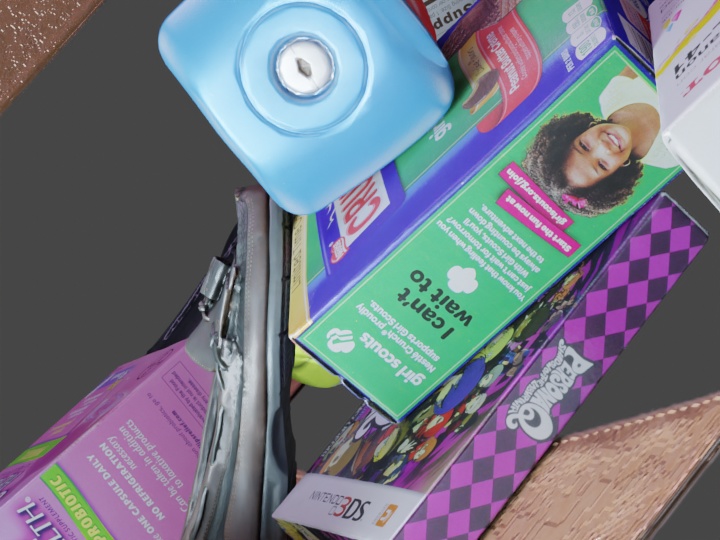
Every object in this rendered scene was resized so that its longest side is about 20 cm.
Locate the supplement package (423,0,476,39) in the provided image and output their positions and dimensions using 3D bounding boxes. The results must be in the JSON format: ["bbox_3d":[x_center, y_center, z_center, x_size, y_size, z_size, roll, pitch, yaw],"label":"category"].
[{"bbox_3d":[-0.005,-0.180,1.176,0.119,0.201,0.122,-28,29,3],"label":"supplement package"}]

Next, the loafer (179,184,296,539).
[{"bbox_3d":[-0.064,0.056,1.008,0.072,0.062,0.202,-75,-15,-82],"label":"loafer"}]

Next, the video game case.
[{"bbox_3d":[0.054,0.054,0.929,0.200,0.036,0.181,-50,12,-13],"label":"video game case"}]

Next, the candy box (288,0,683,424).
[{"bbox_3d":[0.058,-0.050,0.940,0.200,0.077,0.170,-45,21,18],"label":"candy box"}]

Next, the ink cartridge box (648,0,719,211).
[{"bbox_3d":[0.193,-0.102,0.798,0.148,0.086,0.200,-43,10,19],"label":"ink cartridge box"}]

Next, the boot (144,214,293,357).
[{"bbox_3d":[-0.066,0.026,1.377,0.169,0.076,0.200,-59,22,-16],"label":"boot"}]

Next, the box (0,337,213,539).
[{"bbox_3d":[-0.167,0.147,1.234,0.200,0.097,0.176,-43,8,-22],"label":"box"}]

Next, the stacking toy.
[{"bbox_3d":[-0.009,-0.118,0.981,0.109,0.116,0.200,-36,8,17],"label":"stacking toy"}]

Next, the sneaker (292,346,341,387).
[{"bbox_3d":[0.000,0.000,1.179,0.200,0.075,0.106,-29,38,64],"label":"sneaker"}]
